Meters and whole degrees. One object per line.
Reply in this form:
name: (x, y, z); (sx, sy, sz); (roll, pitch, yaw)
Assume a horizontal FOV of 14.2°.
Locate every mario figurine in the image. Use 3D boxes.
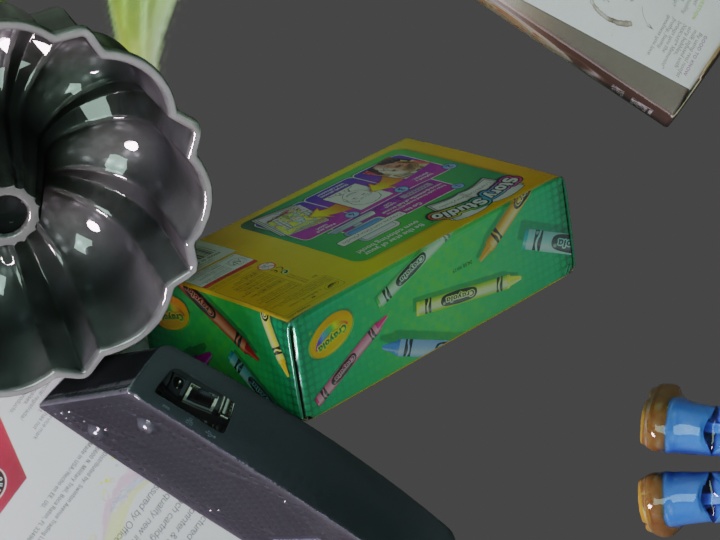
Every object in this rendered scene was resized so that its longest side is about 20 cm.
mario figurine: (0.254, 0.110, 1.558); (0.200, 0.106, 0.124); (4, 128, 14)

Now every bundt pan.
bundt pan: (-0.176, -0.043, 1.387); (0.202, 0.076, 0.202); (-8, 121, -13)

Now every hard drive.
hard drive: (-0.053, 0.103, 1.445); (0.200, 0.135, 0.042); (35, 70, -20)

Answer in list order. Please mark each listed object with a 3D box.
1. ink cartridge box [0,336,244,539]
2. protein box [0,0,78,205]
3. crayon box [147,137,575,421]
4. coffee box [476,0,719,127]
ink cartridge box: (-0.124, 0.111, 1.539); (0.200, 0.083, 0.146); (36, 93, -18)
protein box: (-0.268, -0.121, 1.481); (0.135, 0.200, 0.199); (-34, 123, 4)
crayon box: (0.000, 0.000, 1.487); (0.200, 0.119, 0.058); (-28, 120, -36)
coffee box: (0.104, -0.165, 1.532); (0.200, 0.114, 0.080); (34, 93, 4)
